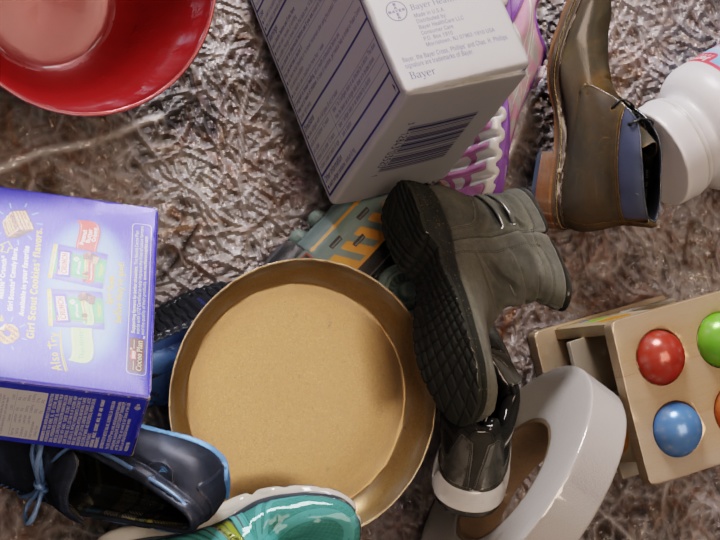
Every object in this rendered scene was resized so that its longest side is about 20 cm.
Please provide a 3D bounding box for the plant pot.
[{"bbox_3d":[-0.043,0.092,1.651,0.199,0.027,0.202,0,91,-18],"label":"plant pot"}]

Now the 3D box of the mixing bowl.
[{"bbox_3d":[-0.210,-0.201,1.645,0.199,0.108,0.202,2,84,-22],"label":"mixing bowl"}]

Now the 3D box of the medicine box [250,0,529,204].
[{"bbox_3d":[0.013,-0.181,1.671,0.102,0.182,0.201,-14,72,-23],"label":"medicine box"}]

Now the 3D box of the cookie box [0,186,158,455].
[{"bbox_3d":[-0.242,0.027,1.570,0.199,0.075,0.172,9,48,-12],"label":"cookie box"}]

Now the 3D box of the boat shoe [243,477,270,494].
[{"bbox_3d":[-0.123,0.205,1.678,0.200,0.072,0.062,-49,141,-20],"label":"boat shoe"}]

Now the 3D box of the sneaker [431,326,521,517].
[{"bbox_3d":[0.089,0.084,1.708,0.066,0.201,0.091,8,126,-1],"label":"sneaker"}]

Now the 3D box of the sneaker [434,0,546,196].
[{"bbox_3d":[0.105,-0.145,1.797,0.088,0.080,0.202,4,88,-43],"label":"sneaker"}]

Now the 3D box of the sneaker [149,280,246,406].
[{"bbox_3d":[-0.162,0.075,1.666,0.199,0.066,0.079,-18,119,-15],"label":"sneaker"}]

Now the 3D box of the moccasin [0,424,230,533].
[{"bbox_3d":[-0.189,0.134,1.590,0.068,0.199,0.081,-60,148,-52],"label":"moccasin"}]

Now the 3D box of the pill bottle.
[{"bbox_3d":[0.310,-0.132,1.860,0.199,0.109,0.109,-29,97,-23],"label":"pill bottle"}]

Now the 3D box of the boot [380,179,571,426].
[{"bbox_3d":[0.100,0.017,1.663,0.130,0.068,0.201,4,55,-29],"label":"boot"}]

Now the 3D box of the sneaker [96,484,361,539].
[{"bbox_3d":[-0.092,0.204,1.587,0.199,0.080,0.078,-15,104,-9],"label":"sneaker"}]

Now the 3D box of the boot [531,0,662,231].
[{"bbox_3d":[0.196,-0.127,1.801,0.075,0.096,0.202,-2,101,-62],"label":"boot"}]

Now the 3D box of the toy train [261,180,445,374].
[{"bbox_3d":[0.000,0.000,1.735,0.114,0.085,0.200,44,70,-4],"label":"toy train"}]

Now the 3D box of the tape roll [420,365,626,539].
[{"bbox_3d":[0.116,0.163,1.701,0.037,0.203,0.204,36,73,-16],"label":"tape roll"}]

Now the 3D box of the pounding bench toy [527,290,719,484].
[{"bbox_3d":[0.262,0.080,1.795,0.199,0.156,0.125,-15,91,-24],"label":"pounding bench toy"}]
